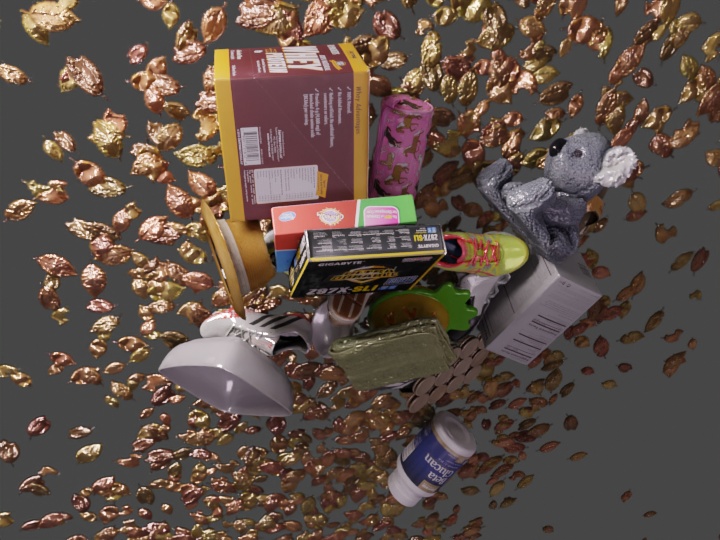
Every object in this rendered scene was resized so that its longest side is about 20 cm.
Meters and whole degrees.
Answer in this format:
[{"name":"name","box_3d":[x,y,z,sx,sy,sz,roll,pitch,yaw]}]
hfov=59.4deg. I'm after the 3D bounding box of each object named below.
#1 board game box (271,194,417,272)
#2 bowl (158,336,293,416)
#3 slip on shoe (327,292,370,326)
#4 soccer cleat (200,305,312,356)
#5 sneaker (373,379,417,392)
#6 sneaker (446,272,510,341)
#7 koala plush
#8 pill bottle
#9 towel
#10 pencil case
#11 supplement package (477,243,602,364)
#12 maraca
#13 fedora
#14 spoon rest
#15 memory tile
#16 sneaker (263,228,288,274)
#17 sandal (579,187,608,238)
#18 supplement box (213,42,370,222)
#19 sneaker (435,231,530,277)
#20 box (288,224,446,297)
[{"name":"board game box","box_3d":[-0.028,-0.051,0.916,0.195,0.041,0.153,-7,162,-8]},{"name":"bowl","box_3d":[-0.224,0.178,1.087,0.196,0.076,0.200,-8,143,36]},{"name":"slip on shoe","box_3d":[0.000,0.000,1.024,0.075,0.203,0.061,23,156,-6]},{"name":"soccer cleat","box_3d":[-0.177,0.110,1.090,0.195,0.086,0.070,3,123,-16]},{"name":"sneaker","box_3d":[0.084,0.207,1.227,0.196,0.067,0.092,-19,123,-3]},{"name":"sneaker","box_3d":[0.196,0.034,1.146,0.087,0.074,0.202,25,110,-13]},{"name":"koala plush","box_3d":[0.323,-0.136,1.000,0.200,0.178,0.183,-46,115,5]},{"name":"pill bottle","box_3d":[0.146,0.407,1.344,0.110,0.112,0.201,26,114,-26]},{"name":"towel","box_3d":[0.058,0.142,1.072,0.196,0.037,0.149,-17,137,12]},{"name":"pencil case","box_3d":[0.055,-0.167,0.969,0.081,0.087,0.204,19,121,12]},{"name":"supplement package","box_3d":[0.311,0.055,1.138,0.108,0.115,0.201,21,127,-24]},{"name":"maraca","box_3d":[0.107,0.080,1.114,0.196,0.108,0.138,-16,131,18]},{"name":"fedora","box_3d":[-0.177,-0.025,0.943,0.080,0.201,0.204,-19,126,-14]},{"name":"spoon rest","box_3d":[-0.019,0.071,1.091,0.199,0.101,0.060,-42,146,22]},{"name":"memory tile","box_3d":[0.175,0.190,1.213,0.197,0.017,0.156,-20,138,-33]},{"name":"sneaker","box_3d":[-0.070,-0.006,1.045,0.196,0.077,0.077,12,118,-23]},{"name":"sandal","box_3d":[0.388,-0.101,1.105,0.078,0.054,0.203,6,122,-16]},{"name":"supplement box","box_3d":[-0.094,-0.195,0.882,0.195,0.134,0.201,-6,124,-9]},{"name":"sneaker","box_3d":[0.185,-0.027,1.050,0.195,0.090,0.080,0,91,5]},{"name":"box","box_3d":[0.003,-0.011,0.907,0.195,0.051,0.160,-3,163,-17]}]
